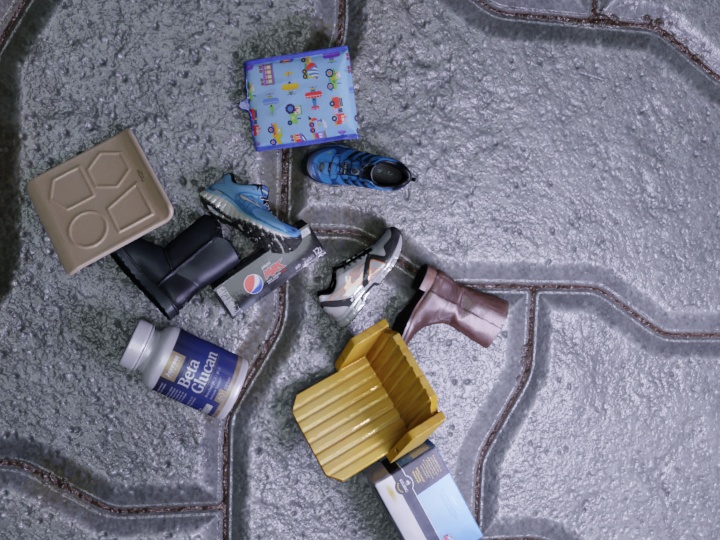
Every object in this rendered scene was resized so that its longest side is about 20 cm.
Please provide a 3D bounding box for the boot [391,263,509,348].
[{"bbox_3d":[0.167,0.109,1.555,0.198,0.064,0.189,26,92,-19],"label":"boot"}]

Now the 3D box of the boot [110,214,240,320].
[{"bbox_3d":[-0.318,-0.039,1.419,0.200,0.077,0.168,45,69,6],"label":"boot"}]

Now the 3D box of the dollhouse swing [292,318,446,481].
[{"bbox_3d":[0.001,0.229,1.437,0.174,0.182,0.202,-21,69,-28],"label":"dollhouse swing"}]

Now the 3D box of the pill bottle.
[{"bbox_3d":[-0.298,0.161,1.422,0.198,0.111,0.112,27,90,-14],"label":"pill bottle"}]

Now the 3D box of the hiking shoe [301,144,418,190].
[{"bbox_3d":[-0.003,-0.180,1.468,0.196,0.087,0.076,3,95,-13],"label":"hiking shoe"}]

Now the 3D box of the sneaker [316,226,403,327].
[{"bbox_3d":[0.000,0.000,1.495,0.080,0.074,0.201,37,86,-12],"label":"sneaker"}]

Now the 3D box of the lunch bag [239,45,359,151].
[{"bbox_3d":[-0.109,-0.289,1.440,0.196,0.094,0.154,-8,100,-3],"label":"lunch bag"}]

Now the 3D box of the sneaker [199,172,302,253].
[{"bbox_3d":[-0.174,-0.105,1.411,0.198,0.079,0.090,32,70,18],"label":"sneaker"}]

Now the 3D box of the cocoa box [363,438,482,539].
[{"bbox_3d":[0.108,0.412,1.530,0.130,0.133,0.202,-30,101,-9],"label":"cocoa box"}]

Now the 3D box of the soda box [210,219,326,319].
[{"bbox_3d":[-0.160,-0.004,1.457,0.199,0.071,0.064,-35,107,-7],"label":"soda box"}]

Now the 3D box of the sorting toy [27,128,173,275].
[{"bbox_3d":[-0.422,-0.112,1.374,0.198,0.037,0.187,-31,71,-5],"label":"sorting toy"}]
